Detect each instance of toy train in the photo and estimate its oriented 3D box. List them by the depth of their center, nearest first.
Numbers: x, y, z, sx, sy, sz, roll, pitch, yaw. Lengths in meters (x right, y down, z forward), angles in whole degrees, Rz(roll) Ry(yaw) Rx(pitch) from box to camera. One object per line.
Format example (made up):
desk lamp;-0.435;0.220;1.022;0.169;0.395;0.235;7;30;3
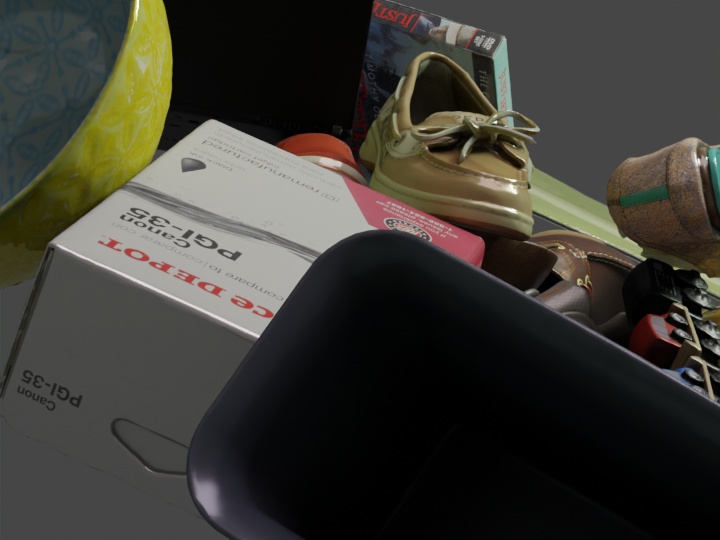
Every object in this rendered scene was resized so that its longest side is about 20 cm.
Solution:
toy train;0.148;0.039;1.162;0.046;0.034;0.200;24;19;-9

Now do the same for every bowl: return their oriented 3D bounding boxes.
bowl;-0.156;-0.063;1.106;0.200;0.200;0.108;34;-7;42

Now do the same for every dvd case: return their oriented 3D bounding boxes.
dvd case;-0.004;-0.105;1.424;0.199;0.146;0.022;19;55;21

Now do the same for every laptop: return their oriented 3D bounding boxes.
laptop;-0.083;-0.130;1.379;0.177;0.104;0.200;10;-9;0

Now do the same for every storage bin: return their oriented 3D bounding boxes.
storage bin;0.053;0.104;0.880;0.200;0.146;0.134;29;-13;27

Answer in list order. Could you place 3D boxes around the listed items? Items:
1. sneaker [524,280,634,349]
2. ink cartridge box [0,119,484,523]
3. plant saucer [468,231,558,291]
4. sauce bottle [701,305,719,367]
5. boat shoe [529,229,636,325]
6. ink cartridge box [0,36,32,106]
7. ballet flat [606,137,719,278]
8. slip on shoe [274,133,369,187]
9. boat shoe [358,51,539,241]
sneaker;0.067;0.042;1.214;0.200;0.092;0.076;11;18;-40
ink cartridge box;-0.044;0.022;1.046;0.146;0.083;0.200;24;22;7
plant saucer;0.000;0.000;1.267;0.200;0.035;0.200;6;-6;1
sauce bottle;0.176;0.052;1.274;0.065;0.065;0.200;16;-15;-28
boat shoe;0.097;0.016;1.436;0.200;0.071;0.070;1;16;-39
ink cartridge box;-0.183;-0.129;1.235;0.076;0.201;0.148;22;13;-1
ballet flat;0.166;-0.031;1.258;0.067;0.068;0.200;-14;-13;17
slip on shoe;-0.030;-0.045;1.313;0.074;0.061;0.200;7;-5;-2
boat shoe;0.042;-0.062;1.206;0.073;0.063;0.200;15;11;-17
